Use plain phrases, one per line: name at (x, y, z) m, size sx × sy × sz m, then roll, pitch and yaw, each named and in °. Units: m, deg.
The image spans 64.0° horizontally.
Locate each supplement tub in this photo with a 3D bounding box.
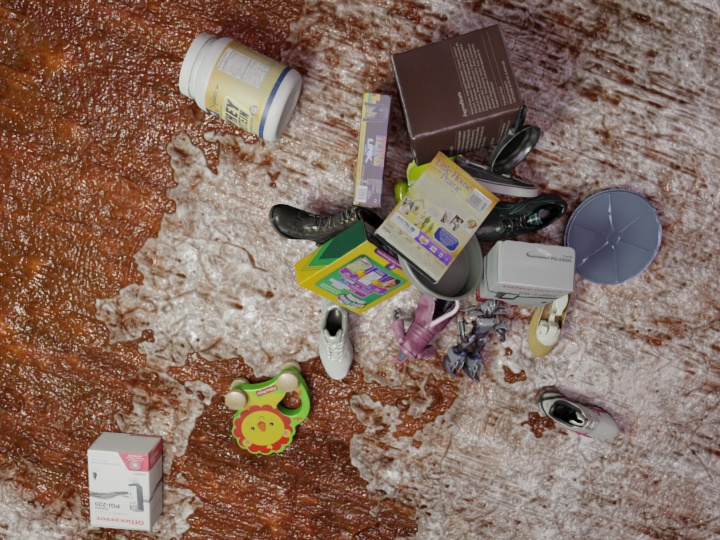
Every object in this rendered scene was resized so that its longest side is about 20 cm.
supplement tub at (-0.227, -0.351, 1.100) m, size 0.199 × 0.144 × 0.145 m, roll 25°, pitch 103°, yaw -3°

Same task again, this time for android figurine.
android figurine at (0.160, -0.165, 1.181) m, size 0.181 × 0.041 × 0.201 m, roll -11°, pitch 103°, yaw 5°

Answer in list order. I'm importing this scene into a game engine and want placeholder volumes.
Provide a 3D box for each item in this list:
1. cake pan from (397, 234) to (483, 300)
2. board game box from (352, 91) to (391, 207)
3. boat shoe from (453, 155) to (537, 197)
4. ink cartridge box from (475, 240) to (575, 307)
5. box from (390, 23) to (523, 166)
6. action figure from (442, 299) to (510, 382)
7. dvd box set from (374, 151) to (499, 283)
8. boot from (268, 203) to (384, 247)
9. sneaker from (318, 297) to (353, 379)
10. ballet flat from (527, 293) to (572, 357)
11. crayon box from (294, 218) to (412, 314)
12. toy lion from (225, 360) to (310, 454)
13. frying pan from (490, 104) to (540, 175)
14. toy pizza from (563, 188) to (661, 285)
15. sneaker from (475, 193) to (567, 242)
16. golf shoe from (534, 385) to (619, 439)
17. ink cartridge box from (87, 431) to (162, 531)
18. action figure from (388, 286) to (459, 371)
cake pan at (0.151, -0.034, 1.119) m, size 0.200 × 0.200 × 0.037 m, roll 46°, pitch 145°, yaw -8°
board game box at (0.022, -0.231, 1.107) m, size 0.056 × 0.165 × 0.201 m, roll 6°, pitch 103°, yaw 1°
boat shoe at (0.270, -0.185, 1.138) m, size 0.199 × 0.071 × 0.064 m, roll 7°, pitch 98°, yaw -23°
ink cartridge box at (0.316, 0.012, 1.128) m, size 0.144 × 0.200 × 0.084 m, roll 6°, pitch 78°, yaw 2°
box at (0.175, -0.315, 1.062) m, size 0.199 × 0.166 × 0.165 m, roll -14°, pitch 82°, yaw 5°
action figure at (0.247, 0.140, 1.213) m, size 0.129 × 0.070 × 0.201 m, roll 6°, pitch 124°, yaw -17°
dvd box set at (0.140, -0.098, 1.056) m, size 0.146 × 0.029 × 0.200 m, roll 38°, pitch 78°, yaw -1°
boot at (-0.057, -0.098, 1.120) m, size 0.199 × 0.174 × 0.070 m, roll 19°, pitch 69°, yaw -36°
sneaker at (-0.059, 0.147, 1.231) m, size 0.077 × 0.099 × 0.201 m, roll -4°, pitch 103°, yaw 3°
ballet flat at (0.403, 0.098, 1.221) m, size 0.068 × 0.063 × 0.201 m, roll 9°, pitch 103°, yaw -1°
crayon box at (0.000, 0.000, 1.138) m, size 0.172 × 0.059 × 0.200 m, roll -30°, pitch 143°, yaw 25°
toy lion at (-0.202, 0.322, 1.302) m, size 0.199 × 0.069 × 0.193 m, roll -20°, pitch 108°, yaw 6°
frying pan at (0.266, -0.229, 1.033) m, size 0.115 × 0.190 × 0.031 m, roll -46°, pitch 65°, yaw 17°
toy pizza at (0.520, -0.069, 1.195) m, size 0.199 × 0.032 × 0.202 m, roll 0°, pitch 103°, yaw 1°
sneaker at (0.322, -0.108, 1.170) m, size 0.199 × 0.079 × 0.076 m, roll -20°, pitch 102°, yaw 8°
golf shoe at (0.479, 0.327, 1.258) m, size 0.199 × 0.092 × 0.073 m, roll 23°, pitch 101°, yaw -5°
ink cartridge box at (-0.544, 0.490, 1.337) m, size 0.145 × 0.085 × 0.201 m, roll 4°, pitch 105°, yaw 1°
action figure at (0.136, 0.130, 1.204) m, size 0.134 × 0.149 × 0.201 m, roll 35°, pitch 88°, yaw -12°
